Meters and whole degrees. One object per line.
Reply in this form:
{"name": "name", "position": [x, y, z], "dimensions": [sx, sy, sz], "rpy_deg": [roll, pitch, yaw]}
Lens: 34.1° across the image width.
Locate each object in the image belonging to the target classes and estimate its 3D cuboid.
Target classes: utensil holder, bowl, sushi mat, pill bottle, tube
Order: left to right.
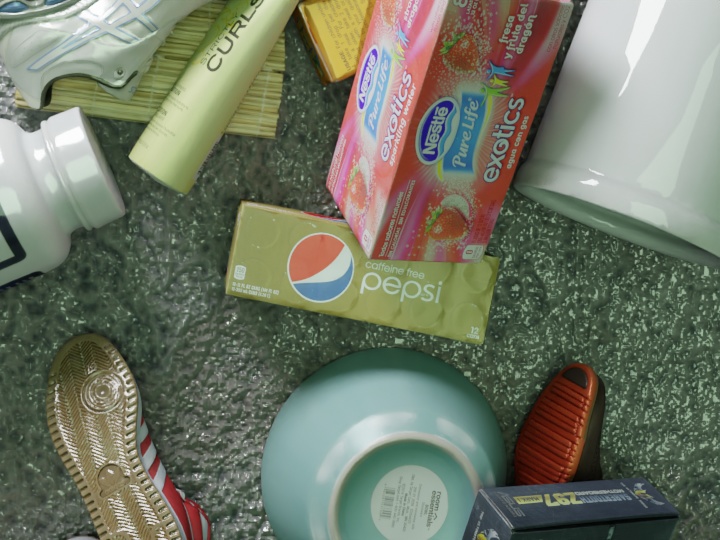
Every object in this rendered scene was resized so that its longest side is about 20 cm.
{"name": "pill bottle", "position": [-0.270, -0.037, 0.817], "dimensions": [0.197, 0.111, 0.113], "rpy_deg": [-23, 99, -5]}
{"name": "sushi mat", "position": [-0.154, -0.157, 0.869], "dimensions": [0.196, 0.012, 0.098], "rpy_deg": [6, 93, -9]}
{"name": "tube", "position": [-0.095, -0.153, 0.842], "dimensions": [0.058, 0.052, 0.202], "rpy_deg": [33, 93, 10]}
{"name": "bowl", "position": [0.026, 0.167, 0.882], "dimensions": [0.197, 0.105, 0.205], "rpy_deg": [-1, 97, -7]}
{"name": "utensil holder", "position": [0.222, -0.125, 0.847], "dimensions": [0.167, 0.170, 0.203], "rpy_deg": [20, 92, -9]}

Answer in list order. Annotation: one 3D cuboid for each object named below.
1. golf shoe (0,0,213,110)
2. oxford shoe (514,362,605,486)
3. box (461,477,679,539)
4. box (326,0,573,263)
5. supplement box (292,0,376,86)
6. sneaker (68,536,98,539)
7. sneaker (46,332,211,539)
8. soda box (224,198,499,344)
{"name": "golf shoe", "position": [-0.158, -0.172, 0.828], "dimensions": [0.196, 0.078, 0.099], "rpy_deg": [-13, 101, 2]}
{"name": "oxford shoe", "position": [0.164, 0.172, 0.928], "dimensions": [0.071, 0.071, 0.203], "rpy_deg": [9, 102, -26]}
{"name": "box", "position": [0.133, 0.251, 0.866], "dimensions": [0.155, 0.051, 0.203], "rpy_deg": [2, 116, -30]}
{"name": "box", "position": [0.054, -0.116, 0.811], "dimensions": [0.093, 0.103, 0.202], "rpy_deg": [2, 124, -25]}
{"name": "supplement box", "position": [0.049, -0.208, 0.866], "dimensions": [0.198, 0.067, 0.070], "rpy_deg": [-30, 99, -4]}
{"name": "sneaker", "position": [-0.266, 0.275, 0.840], "dimensions": [0.199, 0.112, 0.072], "rpy_deg": [-37, 99, -3]}
{"name": "sneaker", "position": [-0.171, 0.151, 0.880], "dimensions": [0.070, 0.113, 0.202], "rpy_deg": [-23, 69, -2]}
{"name": "soda box", "position": [0.000, 0.000, 0.881], "dimensions": [0.196, 0.064, 0.069], "rpy_deg": [11, 95, -9]}
